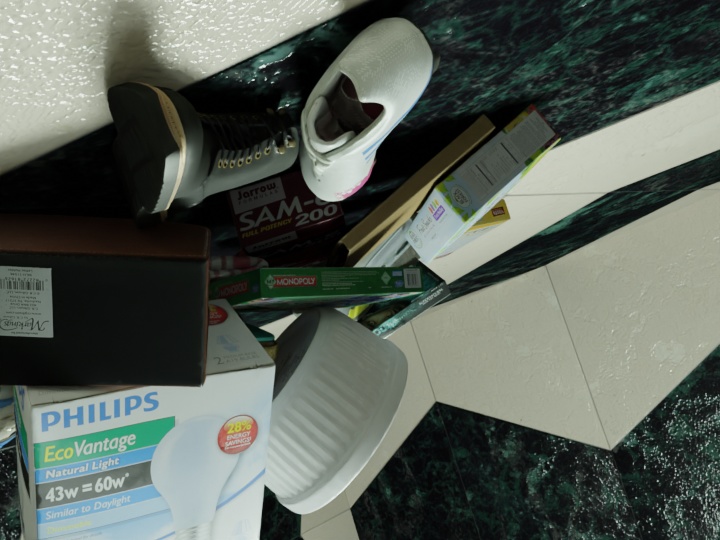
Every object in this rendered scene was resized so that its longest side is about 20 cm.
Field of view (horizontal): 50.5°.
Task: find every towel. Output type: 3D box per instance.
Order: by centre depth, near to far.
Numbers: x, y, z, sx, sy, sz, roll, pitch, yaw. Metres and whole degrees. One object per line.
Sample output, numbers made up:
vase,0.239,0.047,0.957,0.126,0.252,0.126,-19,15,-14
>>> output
towel,-0.204,0.003,0.758,0.196,0.031,0.145,-2,174,-30

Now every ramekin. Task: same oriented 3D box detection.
ramekin,-0.052,0.133,0.792,0.201,0.105,0.201,-47,-166,16

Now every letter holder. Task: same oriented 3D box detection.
letter holder,-0.215,0.009,0.589,0.194,0.103,0.143,2,-158,-11

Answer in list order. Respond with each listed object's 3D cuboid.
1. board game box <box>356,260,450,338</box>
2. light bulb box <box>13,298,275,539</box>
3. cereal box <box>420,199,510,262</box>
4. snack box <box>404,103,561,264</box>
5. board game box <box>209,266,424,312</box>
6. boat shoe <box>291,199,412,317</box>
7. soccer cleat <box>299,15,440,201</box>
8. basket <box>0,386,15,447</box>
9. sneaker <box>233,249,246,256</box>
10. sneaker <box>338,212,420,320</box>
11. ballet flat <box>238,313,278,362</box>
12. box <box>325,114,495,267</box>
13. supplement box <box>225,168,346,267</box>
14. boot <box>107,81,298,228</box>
board game box,0.030,0.025,1.114,0.134,0.029,0.200,-33,-151,-8
light bulb box,-0.188,0.152,0.655,0.194,0.205,0.124,-7,-154,-30
cereal box,0.135,-0.056,1.265,0.141,0.040,0.199,-14,170,-31
snack box,0.128,-0.089,0.858,0.141,0.053,0.200,-40,175,-12
board game box,-0.051,0.020,0.778,0.196,0.030,0.133,-1,172,-39
boat shoe,0.000,-0.001,0.944,0.201,0.072,0.069,-46,-145,-18
soccer cleat,-0.018,-0.101,0.544,0.086,0.070,0.200,-39,175,-32
basket,-0.385,0.105,0.690,0.198,0.179,0.139,-32,169,16
sneaker,-0.085,-0.001,0.971,0.096,0.073,0.199,-1,-175,34
sneaker,0.013,-0.018,1.078,0.200,0.075,0.084,-43,-144,-21
ballet flat,-0.148,0.074,0.806,0.069,0.073,0.199,-13,-159,-31
box,0.047,-0.071,0.814,0.199,0.021,0.164,-40,176,-13
supplement box,-0.071,-0.047,0.818,0.106,0.062,0.200,-18,170,-2
boot,-0.092,-0.091,0.511,0.136,0.079,0.199,-20,-175,-19
